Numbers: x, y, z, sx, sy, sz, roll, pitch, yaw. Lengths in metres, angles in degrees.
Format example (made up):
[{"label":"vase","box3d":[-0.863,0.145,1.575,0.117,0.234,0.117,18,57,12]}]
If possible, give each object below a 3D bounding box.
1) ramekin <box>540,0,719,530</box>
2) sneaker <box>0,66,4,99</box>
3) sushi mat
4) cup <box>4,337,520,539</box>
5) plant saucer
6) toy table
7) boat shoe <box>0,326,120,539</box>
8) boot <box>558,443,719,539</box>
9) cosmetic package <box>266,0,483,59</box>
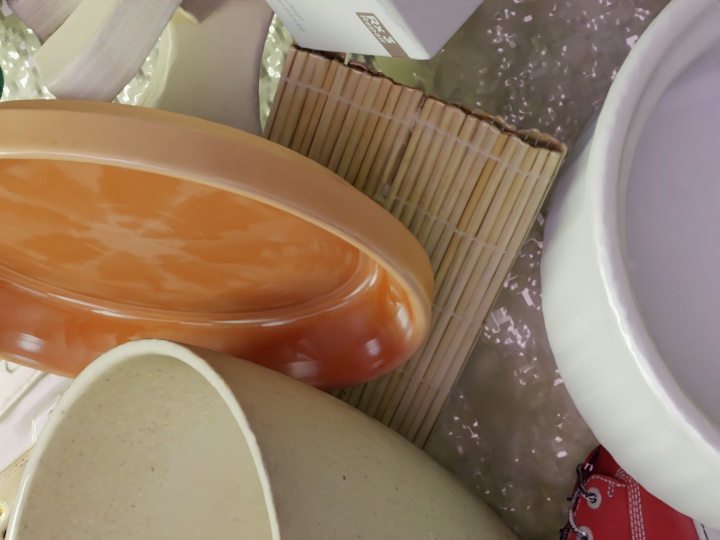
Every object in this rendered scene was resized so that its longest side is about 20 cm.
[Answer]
[{"label":"ramekin","box3d":[0.156,-0.003,0.895,0.200,0.098,0.201,4,76,-14]},{"label":"sneaker","box3d":[-0.214,-0.109,1.000,0.200,0.080,0.078,34,85,21]},{"label":"sushi mat","box3d":[0.000,0.000,0.947,0.096,0.012,0.200,24,141,2]},{"label":"cup","box3d":[-0.021,0.130,0.944,0.143,0.200,0.201,8,105,-34]},{"label":"plant saucer","box3d":[-0.074,-0.007,0.899,0.200,0.200,0.032,5,66,10]},{"label":"toy table","box3d":[-0.072,-0.118,0.929,0.117,0.184,0.200,-44,99,2]},{"label":"boat shoe","box3d":[-0.141,0.099,1.022,0.069,0.074,0.200,41,104,8]},{"label":"boot","box3d":[0.076,0.098,0.984,0.144,0.072,0.200,-14,100,15]},{"label":"cosmetic package","box3d":[0.033,-0.172,0.843,0.200,0.081,0.113,-46,118,-17]}]
